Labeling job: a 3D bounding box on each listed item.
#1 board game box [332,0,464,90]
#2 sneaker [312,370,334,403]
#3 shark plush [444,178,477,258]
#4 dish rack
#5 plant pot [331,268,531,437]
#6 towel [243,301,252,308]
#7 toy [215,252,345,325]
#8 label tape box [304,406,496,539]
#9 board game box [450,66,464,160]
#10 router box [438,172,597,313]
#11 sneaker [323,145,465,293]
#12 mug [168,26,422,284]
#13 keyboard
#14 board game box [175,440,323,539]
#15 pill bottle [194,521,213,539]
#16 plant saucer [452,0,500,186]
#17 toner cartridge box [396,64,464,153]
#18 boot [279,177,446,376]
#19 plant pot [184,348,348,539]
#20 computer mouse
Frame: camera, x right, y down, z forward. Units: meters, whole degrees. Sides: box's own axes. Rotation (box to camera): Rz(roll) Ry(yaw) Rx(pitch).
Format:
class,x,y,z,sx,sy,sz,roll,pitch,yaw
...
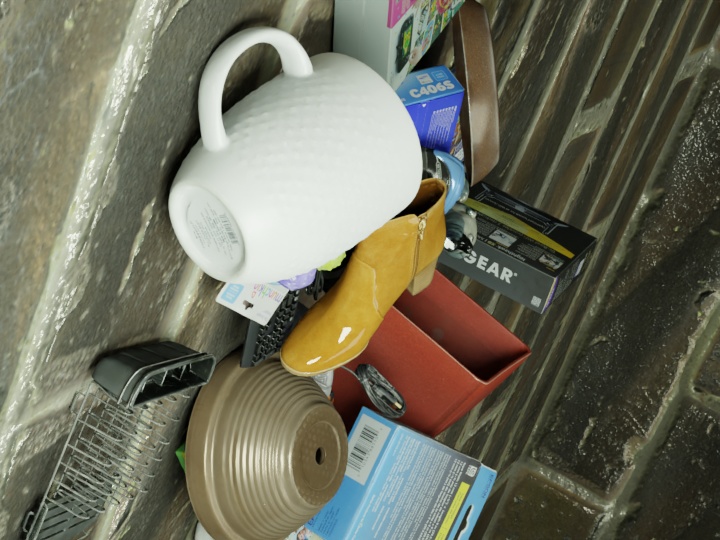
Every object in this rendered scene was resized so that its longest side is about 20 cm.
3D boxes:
class,x,y,z,sx,sy,sz,roll,pitch,yaw
board game box,0.053,-0.275,1.520,0.200,0.064,0.148,-54,163,-30
sneaker,-0.065,0.127,1.836,0.112,0.077,0.201,-54,170,-54
shark plush,0.084,-0.035,1.862,0.200,0.083,0.091,-101,-167,-66
dish rack,-0.207,0.154,1.430,0.201,0.054,0.153,-65,164,12
plant pot,0.047,0.112,1.960,0.177,0.200,0.200,-53,168,19
towel,-0.050,-0.078,1.585,0.200,0.032,0.191,-51,161,-38
toy,-0.035,-0.034,1.504,0.200,0.047,0.115,-57,156,0
label tape box,0.048,0.246,1.826,0.200,0.066,0.144,29,85,-49
board game box,0.072,-0.137,1.869,0.200,0.034,0.136,-44,157,-47
router box,0.165,-0.038,2.031,0.157,0.199,0.052,-35,148,-57
sneaker,0.019,-0.054,1.688,0.200,0.083,0.071,-47,-155,30
mug,-0.067,-0.093,1.335,0.175,0.147,0.201,-36,122,-37
keyboard,-0.059,-0.003,1.585,0.127,0.021,0.201,-41,155,-46
board game box,-0.105,0.227,1.734,0.135,0.029,0.201,-48,126,-44
pill bottle,-0.109,0.312,1.904,0.117,0.116,0.200,-60,165,-8
plant saucer,0.118,-0.187,1.729,0.200,0.034,0.201,175,-90,-90
toner cartridge box,0.039,-0.111,1.718,0.095,0.043,0.201,-17,143,-25
boot,0.001,0.000,1.593,0.201,0.071,0.144,-36,150,-24
plant pot,-0.075,0.178,1.667,0.201,0.092,0.202,-4,94,-57
computer mouse,-0.021,0.088,1.723,0.034,0.200,0.059,-36,-146,29
